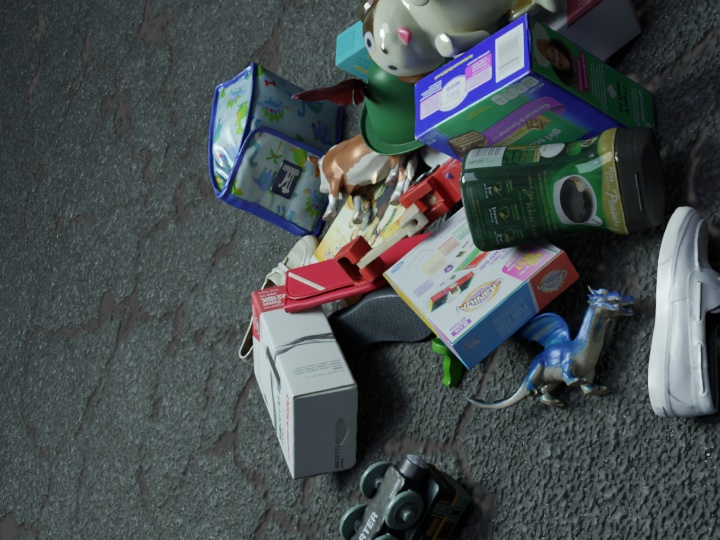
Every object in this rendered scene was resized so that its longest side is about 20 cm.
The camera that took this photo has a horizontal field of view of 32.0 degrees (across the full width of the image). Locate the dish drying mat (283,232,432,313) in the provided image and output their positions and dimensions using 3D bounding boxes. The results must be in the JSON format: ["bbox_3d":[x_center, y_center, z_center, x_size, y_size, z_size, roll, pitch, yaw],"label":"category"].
[{"bbox_3d":[0.000,0.000,1.537,0.198,0.018,0.077,-16,36,13],"label":"dish drying mat"}]

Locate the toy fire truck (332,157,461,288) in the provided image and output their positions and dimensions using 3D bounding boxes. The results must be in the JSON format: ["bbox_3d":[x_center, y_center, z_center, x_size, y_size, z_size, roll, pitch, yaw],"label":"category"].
[{"bbox_3d":[0.067,-0.067,1.459,0.199,0.049,0.141,-33,11,47],"label":"toy fire truck"}]

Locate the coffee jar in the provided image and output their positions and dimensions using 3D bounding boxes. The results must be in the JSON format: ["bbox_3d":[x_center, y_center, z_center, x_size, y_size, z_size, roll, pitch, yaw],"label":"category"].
[{"bbox_3d":[0.206,-0.083,1.267,0.197,0.106,0.085,-6,23,21],"label":"coffee jar"}]

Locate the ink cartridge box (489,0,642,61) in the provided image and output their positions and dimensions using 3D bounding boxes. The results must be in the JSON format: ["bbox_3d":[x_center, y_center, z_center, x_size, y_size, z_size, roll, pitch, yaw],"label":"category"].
[{"bbox_3d":[0.202,-0.296,1.424,0.145,0.085,0.201,-37,42,4],"label":"ink cartridge box"}]

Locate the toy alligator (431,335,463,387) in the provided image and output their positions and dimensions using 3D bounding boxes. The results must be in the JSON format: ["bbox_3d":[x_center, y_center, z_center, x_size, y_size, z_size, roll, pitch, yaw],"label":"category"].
[{"bbox_3d":[0.125,0.034,1.417,0.059,0.054,0.202,30,97,55],"label":"toy alligator"}]

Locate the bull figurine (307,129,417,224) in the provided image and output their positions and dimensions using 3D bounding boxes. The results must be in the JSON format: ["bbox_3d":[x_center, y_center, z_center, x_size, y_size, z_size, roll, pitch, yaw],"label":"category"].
[{"bbox_3d":[0.001,-0.129,1.614,0.199,0.065,0.123,-31,50,43],"label":"bull figurine"}]

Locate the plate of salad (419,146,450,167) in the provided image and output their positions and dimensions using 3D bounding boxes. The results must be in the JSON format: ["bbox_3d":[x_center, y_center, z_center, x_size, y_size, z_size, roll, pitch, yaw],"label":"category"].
[{"bbox_3d":[0.142,-0.210,1.531,0.200,0.048,0.202,-39,35,35],"label":"plate of salad"}]

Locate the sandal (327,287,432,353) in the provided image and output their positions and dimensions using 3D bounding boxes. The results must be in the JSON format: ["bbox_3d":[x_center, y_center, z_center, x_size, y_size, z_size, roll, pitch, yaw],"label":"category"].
[{"bbox_3d":[0.025,0.052,1.537,0.199,0.076,0.043,-15,32,49],"label":"sandal"}]

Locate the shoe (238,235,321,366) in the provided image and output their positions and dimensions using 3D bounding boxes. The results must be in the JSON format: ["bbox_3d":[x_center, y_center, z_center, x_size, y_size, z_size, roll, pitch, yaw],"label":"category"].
[{"bbox_3d":[-0.110,0.042,1.735,0.070,0.053,0.202,26,94,55],"label":"shoe"}]

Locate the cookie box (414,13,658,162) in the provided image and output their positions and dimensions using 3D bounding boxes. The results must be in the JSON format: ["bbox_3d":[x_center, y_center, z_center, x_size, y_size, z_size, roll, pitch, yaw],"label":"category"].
[{"bbox_3d":[0.183,-0.162,1.314,0.170,0.198,0.076,-26,53,45],"label":"cookie box"}]

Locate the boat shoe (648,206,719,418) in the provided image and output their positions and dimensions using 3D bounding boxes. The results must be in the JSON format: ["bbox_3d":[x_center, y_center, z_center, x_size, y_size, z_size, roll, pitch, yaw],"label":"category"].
[{"bbox_3d":[0.310,0.037,1.158,0.068,0.072,0.202,-1,64,31],"label":"boat shoe"}]

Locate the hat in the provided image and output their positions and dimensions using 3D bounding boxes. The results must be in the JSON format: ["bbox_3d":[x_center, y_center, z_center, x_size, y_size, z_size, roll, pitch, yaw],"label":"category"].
[{"bbox_3d":[0.024,-0.249,1.485,0.165,0.176,0.201,-32,40,17],"label":"hat"}]

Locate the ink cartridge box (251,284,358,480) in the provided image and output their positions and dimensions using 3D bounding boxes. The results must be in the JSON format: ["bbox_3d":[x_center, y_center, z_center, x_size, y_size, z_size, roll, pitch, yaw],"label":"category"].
[{"bbox_3d":[-0.071,0.135,1.555,0.201,0.083,0.146,-118,23,-47],"label":"ink cartridge box"}]

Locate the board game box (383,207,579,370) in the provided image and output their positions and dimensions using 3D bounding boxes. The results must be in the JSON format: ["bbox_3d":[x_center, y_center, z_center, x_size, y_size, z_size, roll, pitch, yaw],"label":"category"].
[{"bbox_3d":[0.125,0.005,1.360,0.153,0.040,0.200,-39,29,-1],"label":"board game box"}]

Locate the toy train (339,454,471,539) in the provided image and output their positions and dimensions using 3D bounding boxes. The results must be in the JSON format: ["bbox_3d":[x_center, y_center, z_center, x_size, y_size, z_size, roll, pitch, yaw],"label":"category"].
[{"bbox_3d":[0.036,0.293,1.350,0.085,0.113,0.202,40,106,53],"label":"toy train"}]

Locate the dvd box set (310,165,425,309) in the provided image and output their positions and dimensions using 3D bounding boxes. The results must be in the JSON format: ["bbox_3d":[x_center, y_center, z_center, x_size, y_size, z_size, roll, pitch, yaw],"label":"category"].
[{"bbox_3d":[0.018,-0.054,1.633,0.201,0.029,0.147,-57,36,16],"label":"dvd box set"}]

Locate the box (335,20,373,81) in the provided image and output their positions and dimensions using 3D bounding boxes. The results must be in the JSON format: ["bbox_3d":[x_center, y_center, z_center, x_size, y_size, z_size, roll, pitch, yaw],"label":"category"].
[{"bbox_3d":[0.059,-0.318,1.672,0.199,0.082,0.050,-25,54,46],"label":"box"}]

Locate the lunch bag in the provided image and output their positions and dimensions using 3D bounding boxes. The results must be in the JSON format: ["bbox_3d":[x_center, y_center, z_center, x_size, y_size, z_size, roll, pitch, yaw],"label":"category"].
[{"bbox_3d":[-0.120,-0.161,1.757,0.127,0.169,0.203,-22,55,47],"label":"lunch bag"}]

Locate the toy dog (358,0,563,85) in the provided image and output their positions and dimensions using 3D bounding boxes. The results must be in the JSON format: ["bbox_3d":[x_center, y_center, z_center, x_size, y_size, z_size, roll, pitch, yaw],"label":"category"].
[{"bbox_3d":[0.089,-0.291,1.345,0.199,0.140,0.194,-34,21,13],"label":"toy dog"}]

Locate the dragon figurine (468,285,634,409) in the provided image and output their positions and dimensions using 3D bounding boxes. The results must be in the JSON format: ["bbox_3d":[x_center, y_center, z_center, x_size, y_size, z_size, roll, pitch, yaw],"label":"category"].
[{"bbox_3d":[0.200,0.083,1.285,0.199,0.058,0.101,-27,52,44],"label":"dragon figurine"}]
